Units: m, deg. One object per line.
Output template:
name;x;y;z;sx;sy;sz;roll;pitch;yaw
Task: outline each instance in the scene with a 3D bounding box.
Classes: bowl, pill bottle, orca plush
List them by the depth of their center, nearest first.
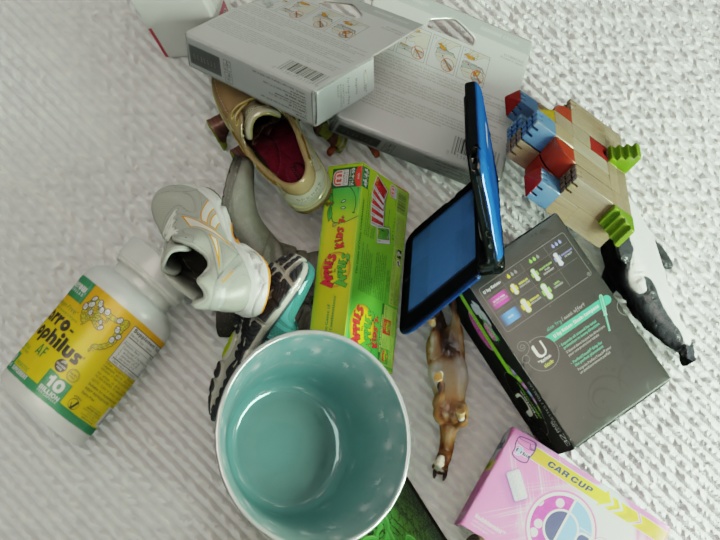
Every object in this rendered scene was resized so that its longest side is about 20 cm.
bowl;-0.060;0.169;1.059;0.197;0.105;0.205;6;74;-22
pill bottle;-0.269;0.069;1.128;0.112;0.113;0.201;37;79;7
orca plush;0.301;0.018;1.193;0.105;0.071;0.202;-23;81;-53

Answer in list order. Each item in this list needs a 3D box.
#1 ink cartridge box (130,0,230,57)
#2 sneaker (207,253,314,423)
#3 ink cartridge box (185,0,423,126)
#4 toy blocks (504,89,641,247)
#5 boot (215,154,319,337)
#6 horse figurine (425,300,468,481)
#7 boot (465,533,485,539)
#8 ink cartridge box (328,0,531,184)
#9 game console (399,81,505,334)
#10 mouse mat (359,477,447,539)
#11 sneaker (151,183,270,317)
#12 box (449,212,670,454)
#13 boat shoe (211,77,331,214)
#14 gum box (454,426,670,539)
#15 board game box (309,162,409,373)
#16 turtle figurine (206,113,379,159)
ink cartridge box;-0.196;-0.363;1.214;0.081;0.147;0.204;-2;76;6
sneaker;-0.093;0.075;1.128;0.078;0.078;0.203;17;108;-28
ink cartridge box;-0.059;-0.238;1.152;0.198;0.044;0.173;29;48;32
toy blocks;0.212;-0.120;1.138;0.135;0.100;0.202;31;37;-18
boot;-0.089;-0.020;1.174;0.128;0.068;0.205;2;93;-5
horse figurine;0.088;0.102;1.135;0.049;0.133;0.204;-6;63;3
boot;0.115;0.364;1.081;0.074;0.074;0.204;10;95;-7
ink cartridge box;0.080;-0.206;1.209;0.197;0.044;0.177;20;72;-11
game console;0.080;-0.066;1.080;0.116;0.201;0.173;-10;119;10
mouse mat;-0.001;0.268;1.113;0.159;0.008;0.202;-28;79;-29
sneaker;-0.173;-0.028;1.095;0.200;0.091;0.077;43;119;39
box;0.198;0.070;1.120;0.123;0.149;0.202;-32;79;-7
boat shoe;-0.099;-0.153;1.141;0.074;0.066;0.201;-39;69;0
gum box;0.210;0.266;1.115;0.198;0.066;0.115;32;79;6
board game box;0.000;0.000;1.153;0.047;0.101;0.204;-3;74;33
turtle figurine;-0.082;-0.175;1.215;0.160;0.064;0.201;-37;80;-9
